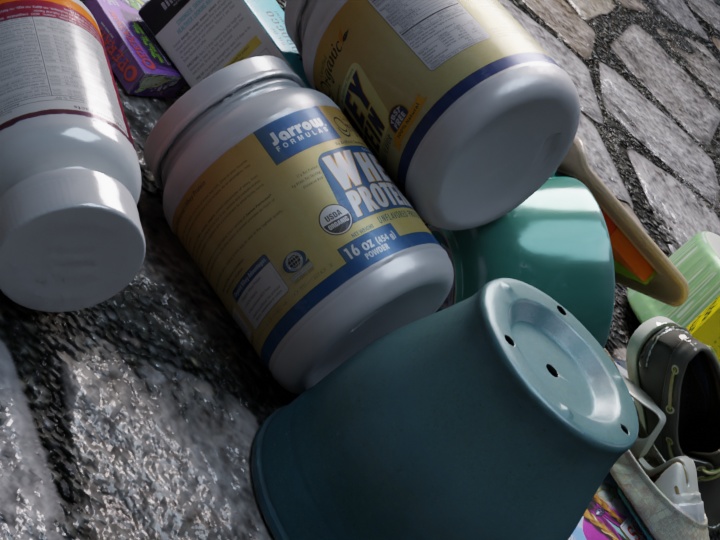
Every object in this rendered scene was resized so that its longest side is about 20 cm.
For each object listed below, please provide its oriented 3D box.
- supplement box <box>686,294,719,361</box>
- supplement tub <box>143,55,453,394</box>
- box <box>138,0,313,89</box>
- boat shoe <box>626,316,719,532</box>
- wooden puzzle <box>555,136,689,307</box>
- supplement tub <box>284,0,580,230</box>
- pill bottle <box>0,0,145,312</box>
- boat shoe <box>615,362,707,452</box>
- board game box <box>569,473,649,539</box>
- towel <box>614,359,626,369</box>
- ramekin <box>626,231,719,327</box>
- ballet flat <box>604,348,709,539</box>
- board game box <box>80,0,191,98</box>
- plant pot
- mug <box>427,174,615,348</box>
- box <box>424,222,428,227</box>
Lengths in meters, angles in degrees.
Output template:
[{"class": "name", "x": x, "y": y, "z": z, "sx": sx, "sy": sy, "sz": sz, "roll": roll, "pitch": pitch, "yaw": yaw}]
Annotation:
[{"class": "supplement box", "x": 0.336, "y": 0.074, "z": 1.533, "sx": 0.110, "sy": 0.200, "sz": 0.109, "roll": 44, "pitch": 25, "yaw": 6}, {"class": "supplement tub", "x": -0.045, "y": -0.032, "z": 1.221, "sx": 0.200, "sy": 0.145, "sz": 0.145, "roll": 54, "pitch": 26, "yaw": 16}, {"class": "box", "x": -0.078, "y": -0.146, "z": 1.356, "sx": 0.200, "sy": 0.082, "sz": 0.049, "roll": 55, "pitch": 27, "yaw": 9}, {"class": "boat shoe", "x": 0.264, "y": 0.132, "z": 1.413, "sx": 0.060, "sy": 0.072, "sz": 0.202, "roll": 29, "pitch": -37, "yaw": 55}, {"class": "wooden puzzle", "x": 0.195, "y": -0.054, "z": 1.629, "sx": 0.200, "sy": 0.037, "sz": 0.185, "roll": 50, "pitch": -11, "yaw": -29}, {"class": "supplement tub", "x": 0.047, "y": -0.142, "z": 1.272, "sx": 0.144, "sy": 0.145, "sz": 0.200, "roll": 9, "pitch": 36, "yaw": -52}, {"class": "pill bottle", "x": -0.196, "y": -0.077, "z": 1.098, "sx": 0.109, "sy": 0.110, "sz": 0.200, "roll": 22, "pitch": 34, "yaw": -40}, {"class": "boat shoe", "x": 0.219, "y": 0.117, "z": 1.493, "sx": 0.202, "sy": 0.074, "sz": 0.065, "roll": 35, "pitch": 31, "yaw": -7}, {"class": "board game box", "x": 0.157, "y": 0.169, "z": 1.354, "sx": 0.200, "sy": 0.041, "sz": 0.200, "roll": 49, "pitch": 25, "yaw": 7}, {"class": "towel", "x": 0.298, "y": 0.142, "z": 1.633, "sx": 0.200, "sy": 0.024, "sz": 0.147, "roll": 14, "pitch": 39, "yaw": -48}, {"class": "ramekin", "x": 0.367, "y": 0.054, "z": 1.744, "sx": 0.200, "sy": 0.098, "sz": 0.200, "roll": 38, "pitch": 17, "yaw": -14}, {"class": "ballet flat", "x": 0.219, "y": 0.145, "z": 1.362, "sx": 0.200, "sy": 0.062, "sz": 0.067, "roll": 55, "pitch": 24, "yaw": 17}, {"class": "board game box", "x": -0.187, "y": -0.218, "z": 1.414, "sx": 0.200, "sy": 0.032, "sz": 0.120, "roll": 56, "pitch": 24, "yaw": 21}, {"class": "plant pot", "x": 0.065, "y": 0.113, "z": 1.128, "sx": 0.200, "sy": 0.188, "sz": 0.200, "roll": 35, "pitch": 28, "yaw": -22}, {"class": "mug", "x": 0.106, "y": -0.007, "z": 1.356, "sx": 0.114, "sy": 0.152, "sz": 0.186, "roll": -3, "pitch": 59, "yaw": -18}, {"class": "box", "x": 0.078, "y": -0.120, "z": 1.509, "sx": 0.201, "sy": 0.107, "sz": 0.148, "roll": 66, "pitch": 15, "yaw": 15}]
